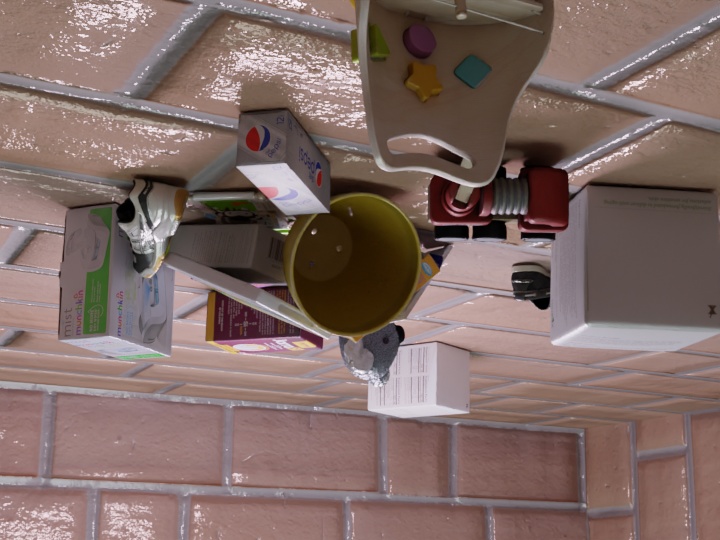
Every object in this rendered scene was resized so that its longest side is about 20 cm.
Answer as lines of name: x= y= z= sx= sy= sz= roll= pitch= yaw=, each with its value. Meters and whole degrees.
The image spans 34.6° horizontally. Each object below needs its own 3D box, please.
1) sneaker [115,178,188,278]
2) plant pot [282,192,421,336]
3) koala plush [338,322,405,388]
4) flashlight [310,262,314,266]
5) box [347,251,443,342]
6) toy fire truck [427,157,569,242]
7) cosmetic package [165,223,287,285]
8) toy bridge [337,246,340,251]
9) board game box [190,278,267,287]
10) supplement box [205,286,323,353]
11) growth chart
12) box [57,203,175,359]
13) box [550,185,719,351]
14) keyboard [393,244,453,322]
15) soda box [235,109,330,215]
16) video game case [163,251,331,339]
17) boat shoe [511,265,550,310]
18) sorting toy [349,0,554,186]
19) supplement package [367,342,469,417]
sneaker: x=-0.306 y=-0.066 z=1.643 sx=0.087 sy=0.076 sz=0.200 roll=19 pitch=142 yaw=-11
plant pot: x=-0.033 y=-0.020 z=1.650 sx=0.198 sy=0.202 sz=0.142 roll=8 pitch=-173 yaw=-26
koala plush: x=0.006 y=0.096 z=1.976 sx=0.182 sy=0.202 sz=0.177 roll=-12 pitch=164 yaw=9
flashlight: x=0.000 y=0.000 z=1.805 sx=0.199 sy=0.068 sz=0.068 roll=-14 pitch=169 yaw=41
box: x=0.039 y=0.028 z=1.823 sx=0.042 sy=0.200 sz=0.119 roll=52 pitch=169 yaw=-17
toy fire truck: x=0.176 y=-0.108 z=1.422 sx=0.174 sy=0.130 sz=0.200 roll=1 pitch=176 yaw=-2
cosmetic package: x=-0.193 y=-0.023 z=1.757 sx=0.199 sy=0.075 sz=0.101 roll=-1 pitch=163 yaw=43
toy bridge: x=-0.007 y=-0.042 z=1.835 sx=0.067 sy=0.027 sz=0.200 roll=3 pitch=166 yaw=-17
board game box: x=-0.186 y=0.002 z=2.023 sx=0.199 sy=0.033 sz=0.120 roll=-10 pitch=166 yaw=37
supplement box: x=-0.183 y=0.098 z=2.242 sx=0.198 sy=0.104 sz=0.131 roll=-5 pitch=163 yaw=18
growth chart: x=-0.166 y=-0.084 z=1.702 sx=0.143 sy=0.018 sz=0.200 roll=-4 pitch=164 yaw=20
box: x=-0.367 y=0.021 z=1.753 sx=0.096 sy=0.202 sz=0.176 roll=-5 pitch=164 yaw=21
box: x=0.384 y=0.002 z=1.632 sx=0.197 sy=0.202 sz=0.171 roll=3 pitch=168 yaw=-7
keyboard: x=0.088 y=0.022 z=1.830 sx=0.056 sy=0.200 sz=0.011 roll=-21 pitch=112 yaw=40
soda box: x=-0.091 y=-0.128 z=1.418 sx=0.063 sy=0.069 sz=0.200 roll=-2 pitch=166 yaw=13
video game case: x=-0.161 y=0.036 z=1.670 sx=0.199 sy=0.023 sz=0.182 roll=20 pitch=172 yaw=38
boat shoe: x=0.324 y=0.041 z=2.064 sx=0.071 sy=0.068 sz=0.199 roll=-10 pitch=164 yaw=32
sorting toy: x=0.064 y=-0.168 z=1.018 sx=0.198 sy=0.182 sz=0.107 roll=9 pitch=164 yaw=-28
supplement package: x=0.141 y=0.266 z=2.786 sx=0.199 sy=0.152 sz=0.151 roll=-9 pitch=162 yaw=36
